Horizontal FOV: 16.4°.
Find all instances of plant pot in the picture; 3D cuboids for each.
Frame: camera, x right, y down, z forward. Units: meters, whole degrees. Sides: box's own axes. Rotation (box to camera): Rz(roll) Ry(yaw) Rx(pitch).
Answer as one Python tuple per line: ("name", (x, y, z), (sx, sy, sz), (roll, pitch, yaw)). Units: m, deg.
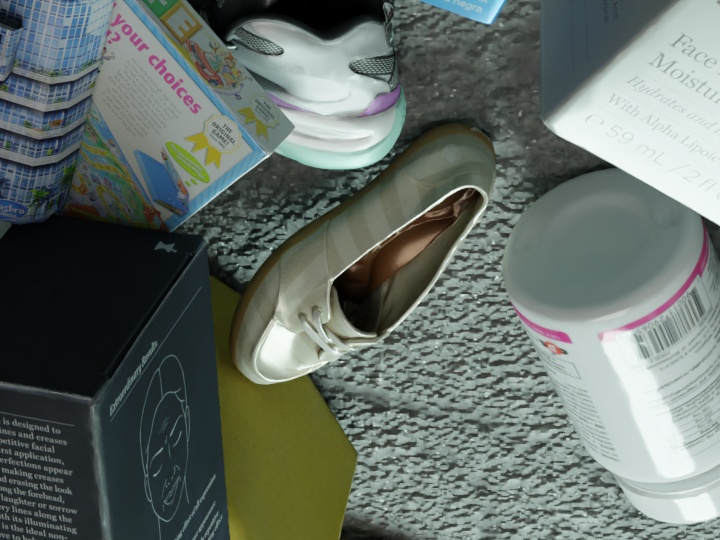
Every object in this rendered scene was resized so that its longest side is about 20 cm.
("plant pot", (-0.135, 0.108, 1.456), (0.195, 0.194, 0.200), (-11, 124, 17))

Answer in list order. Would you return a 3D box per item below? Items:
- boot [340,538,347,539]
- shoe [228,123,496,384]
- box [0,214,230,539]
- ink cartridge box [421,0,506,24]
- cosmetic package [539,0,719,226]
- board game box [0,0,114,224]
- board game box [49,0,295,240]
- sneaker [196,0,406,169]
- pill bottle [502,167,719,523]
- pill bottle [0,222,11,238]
("boot", (0.043, 0.267, 1.697), (0.200, 0.066, 0.175), (17, 124, -13))
("shoe", (0.000, 0.000, 1.379), (0.070, 0.053, 0.200), (30, 116, -32))
("box", (-0.144, 0.097, 1.254), (0.107, 0.148, 0.200), (9, 123, 16))
("ink cartridge box", (0.067, -0.232, 1.089), (0.084, 0.146, 0.200), (20, 136, -14))
("cosmetic package", (0.206, -0.143, 1.156), (0.165, 0.165, 0.200), (27, 133, -23))
("board game box", (-0.223, -0.139, 1.206), (0.200, 0.062, 0.200), (24, 125, 11))
("board game box", (-0.146, -0.106, 1.249), (0.134, 0.034, 0.200), (-35, 99, 35))
("sneaker", (-0.076, -0.125, 1.278), (0.200, 0.078, 0.140), (0, 135, 0))
("pill bottle", (0.162, 0.047, 1.405), (0.113, 0.113, 0.200), (-12, 134, 18))
("pill bottle", (-0.293, 0.031, 1.437), (0.111, 0.111, 0.200), (34, 131, -27))
